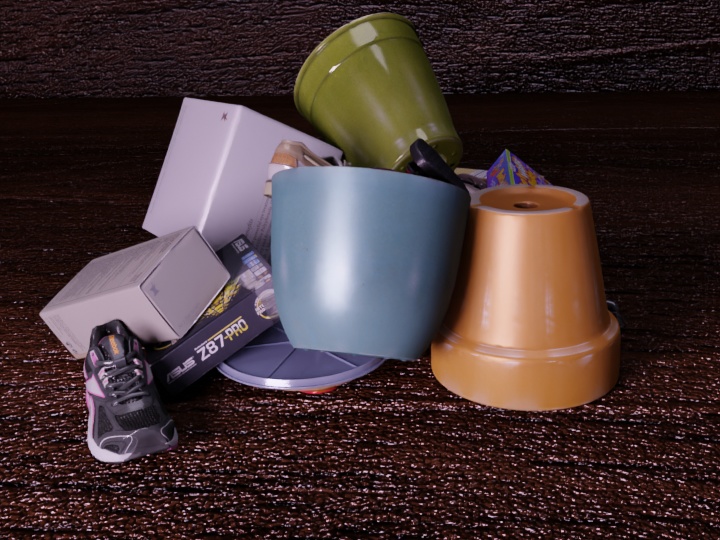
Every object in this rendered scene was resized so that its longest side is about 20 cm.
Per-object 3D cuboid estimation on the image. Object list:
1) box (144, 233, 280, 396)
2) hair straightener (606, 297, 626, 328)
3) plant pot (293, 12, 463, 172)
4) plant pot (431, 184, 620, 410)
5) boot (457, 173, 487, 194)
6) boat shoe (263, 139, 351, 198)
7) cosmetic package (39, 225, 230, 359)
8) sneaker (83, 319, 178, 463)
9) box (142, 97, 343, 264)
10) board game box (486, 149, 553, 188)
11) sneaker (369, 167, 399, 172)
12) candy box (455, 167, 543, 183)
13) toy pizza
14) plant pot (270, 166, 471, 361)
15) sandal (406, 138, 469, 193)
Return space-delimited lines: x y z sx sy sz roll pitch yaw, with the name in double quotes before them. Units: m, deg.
"box" -0.166 0.042 1.007 0.160 0.050 0.200 -33 22 -7
"hair straightener" 0.222 0.044 1.099 0.197 0.042 0.077 15 25 31
"plant pot" 0.038 -0.202 1.231 0.198 0.201 0.195 -14 60 -32
"plant pot" 0.171 0.015 0.940 0.196 0.187 0.201 -1 18 0
"boot" 0.195 -0.061 1.224 0.198 0.071 0.147 31 33 -4
"boat shoe" -0.035 -0.102 1.091 0.074 0.070 0.199 10 -2 33
"cosmetic package" -0.246 0.027 0.984 0.198 0.074 0.104 -11 32 42
"sneaker" -0.230 0.108 0.862 0.079 0.088 0.199 -13 22 -26
"box" -0.164 -0.108 1.234 0.169 0.202 0.199 18 2 -35
"board game box" 0.226 -0.068 1.155 0.134 0.045 0.201 35 24 -11
"sneaker" 0.054 -0.079 1.063 0.198 0.076 0.090 17 19 -34
"candy box" 0.170 -0.087 1.352 0.197 0.118 0.055 9 21 29
"toy pizza" -0.062 0.089 0.987 0.196 0.032 0.201 -2 20 1
"plant pot" 0.003 0.002 0.884 0.196 0.164 0.201 5 -5 0
"sandal" 0.079 -0.095 0.974 0.045 0.075 0.200 -40 -5 9
